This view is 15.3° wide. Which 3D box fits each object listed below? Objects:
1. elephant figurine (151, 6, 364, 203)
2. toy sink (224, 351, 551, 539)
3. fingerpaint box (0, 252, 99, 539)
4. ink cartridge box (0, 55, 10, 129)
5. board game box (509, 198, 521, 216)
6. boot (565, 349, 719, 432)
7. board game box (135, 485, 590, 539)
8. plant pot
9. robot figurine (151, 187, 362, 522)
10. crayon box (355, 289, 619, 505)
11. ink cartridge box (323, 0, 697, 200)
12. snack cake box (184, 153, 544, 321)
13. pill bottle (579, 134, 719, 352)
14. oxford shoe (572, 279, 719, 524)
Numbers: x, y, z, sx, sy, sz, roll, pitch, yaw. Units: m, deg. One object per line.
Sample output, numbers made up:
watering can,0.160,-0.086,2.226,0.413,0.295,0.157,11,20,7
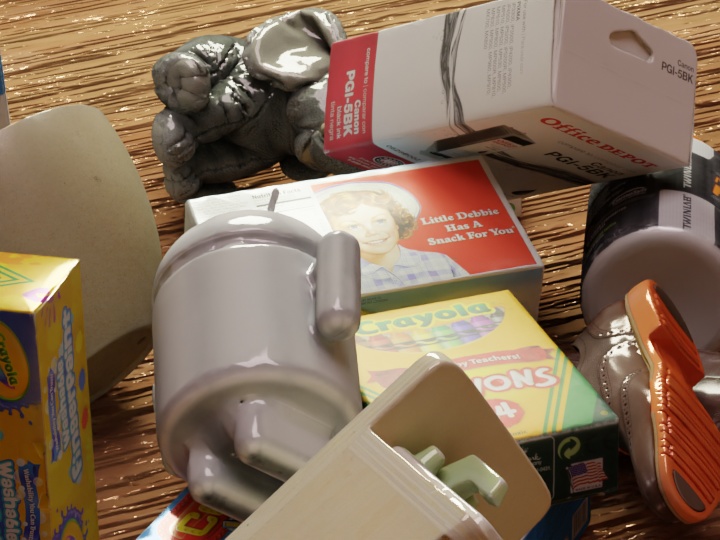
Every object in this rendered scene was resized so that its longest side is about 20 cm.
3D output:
elephant figurine,-0.041,-0.112,1.918,0.200,0.155,0.142,-6,-9,10
toy sink,0.023,0.163,1.307,0.200,0.130,0.112,-42,38,-9
fingerpaint box,-0.236,0.088,1.480,0.167,0.200,0.073,5,27,14
ink cartridge box,-0.286,-0.091,1.832,0.086,0.200,0.146,-11,28,-15
board game box,0.047,-0.093,1.999,0.126,0.035,0.200,-3,27,-2
boot,0.195,0.102,1.589,0.200,0.064,0.186,9,28,25
board game box,0.005,0.148,1.508,0.196,0.056,0.200,11,30,22
plant pot,-0.199,0.013,1.675,0.200,0.200,0.134,-28,73,-41
robot figurine,-0.059,0.047,1.490,0.113,0.170,0.200,31,36,-33
crayon box,0.052,0.070,1.541,0.127,0.051,0.200,-11,28,-16
ink cartridge box,0.097,-0.108,1.742,0.200,0.083,0.147,-10,-21,44
snack cake box,0.000,0.000,1.666,0.200,0.067,0.115,-9,42,-16
pill bottle,0.201,-0.024,1.780,0.106,0.106,0.200,2,28,6
oxford shoe,0.160,0.087,1.537,0.073,0.071,0.200,-31,25,17
